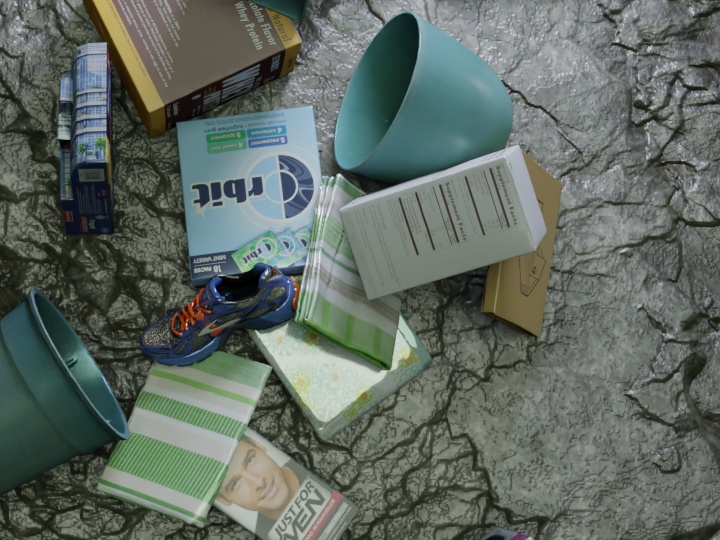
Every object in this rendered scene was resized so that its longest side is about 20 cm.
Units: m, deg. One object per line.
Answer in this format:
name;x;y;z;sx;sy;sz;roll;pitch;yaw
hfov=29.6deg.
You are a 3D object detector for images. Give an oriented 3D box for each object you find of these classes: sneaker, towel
sneaker;-0.171;0.043;1.590;0.199;0.079;0.076;-26;49;4
towel;-0.033;0.078;1.658;0.171;0.048;0.200;-35;88;-8
towel;0.000;0.000;1.605;0.149;0.031;0.201;28;56;-32
towel;-0.204;0.185;1.585;0.152;0.023;0.201;14;69;25

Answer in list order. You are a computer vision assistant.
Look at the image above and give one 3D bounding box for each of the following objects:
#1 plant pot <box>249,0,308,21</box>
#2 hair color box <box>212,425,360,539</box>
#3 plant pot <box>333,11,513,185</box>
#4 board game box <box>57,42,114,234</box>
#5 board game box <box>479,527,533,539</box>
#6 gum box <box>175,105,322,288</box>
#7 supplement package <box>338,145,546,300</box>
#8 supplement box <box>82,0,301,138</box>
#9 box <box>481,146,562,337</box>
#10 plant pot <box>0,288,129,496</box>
plant pot;-0.090;-0.417;1.533;0.141;0.141;0.201;21;79;-5
hair color box;-0.110;0.263;1.613;0.200;0.061;0.099;36;79;-1
plant pot;0.085;-0.184;1.639;0.160;0.200;0.202;22;79;-22
board game box;-0.321;-0.173;1.597;0.061;0.200;0.201;-2;68;-9
board game box;0.115;0.384;1.584;0.199;0.148;0.064;-34;89;-11
gum box;-0.128;-0.089;1.642;0.169;0.045;0.201;-7;75;-2
supplement package;0.095;-0.054;1.533;0.199;0.114;0.110;-17;97;18
supplement box;-0.206;-0.300;1.639;0.199;0.133;0.198;-27;87;-10
box;0.198;-0.031;1.656;0.021;0.163;0.201;4;79;29
plant pot;-0.395;0.156;1.531;0.196;0.200;0.201;-32;88;-2
